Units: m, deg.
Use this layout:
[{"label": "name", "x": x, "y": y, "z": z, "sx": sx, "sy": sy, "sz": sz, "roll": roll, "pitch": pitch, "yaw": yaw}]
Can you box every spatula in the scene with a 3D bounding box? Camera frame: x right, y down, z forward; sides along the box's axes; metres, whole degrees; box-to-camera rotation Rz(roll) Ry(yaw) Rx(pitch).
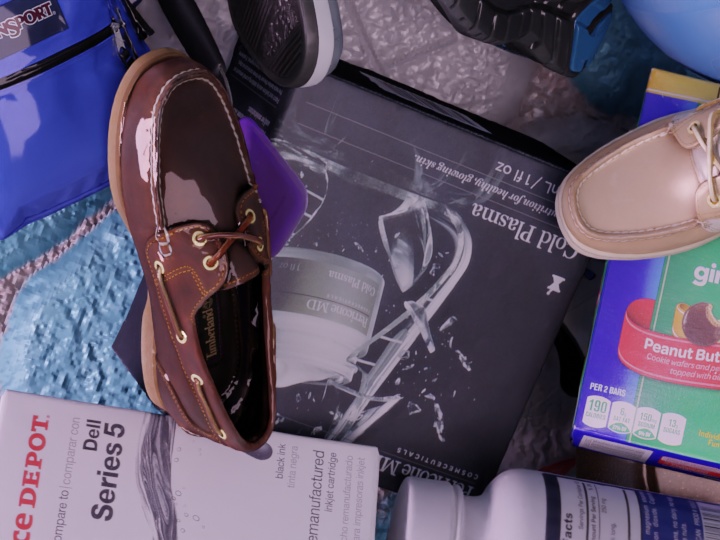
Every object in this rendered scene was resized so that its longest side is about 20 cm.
[{"label": "spatula", "x": -0.074, "y": -0.088, "z": 1.247, "sx": 0.020, "sy": 0.201, "sz": 0.057, "roll": 6, "pitch": 133, "yaw": -32}]

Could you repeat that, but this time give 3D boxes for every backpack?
[{"label": "backpack", "x": -0.183, "y": -0.127, "z": 1.205, "sx": 0.162, "sy": 0.168, "sz": 0.201, "roll": -29, "pitch": 110, "yaw": -22}]

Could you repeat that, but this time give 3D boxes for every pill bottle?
[{"label": "pill bottle", "x": 0.114, "y": 0.165, "z": 1.275, "sx": 0.199, "sy": 0.111, "sz": 0.112, "roll": 11, "pitch": 101, "yaw": -5}]

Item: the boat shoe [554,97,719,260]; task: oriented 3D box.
[{"label": "boat shoe", "x": 0.195, "y": -0.061, "z": 1.245, "sx": 0.199, "sy": 0.069, "sz": 0.074, "roll": -19, "pitch": 79, "yaw": -2}]

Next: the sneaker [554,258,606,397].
[{"label": "sneaker", "x": 0.150, "y": -0.008, "z": 1.391, "sx": 0.114, "sy": 0.081, "sz": 0.201, "roll": 3, "pitch": 105, "yaw": -21}]

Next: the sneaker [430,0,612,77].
[{"label": "sneaker", "x": 0.058, "y": -0.154, "z": 1.275, "sx": 0.200, "sy": 0.082, "sz": 0.074, "roll": 32, "pitch": 82, "yaw": -60}]

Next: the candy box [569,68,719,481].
[{"label": "candy box", "x": 0.213, "y": 0.011, "z": 1.306, "sx": 0.168, "sy": 0.077, "sz": 0.201, "roll": 12, "pitch": 79, "yaw": 4}]

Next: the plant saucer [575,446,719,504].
[{"label": "plant saucer", "x": 0.220, "y": 0.107, "z": 1.359, "sx": 0.199, "sy": 0.037, "sz": 0.202, "roll": 0, "pitch": 90, "yaw": -6}]

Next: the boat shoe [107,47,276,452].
[{"label": "boat shoe", "x": -0.071, "y": -0.007, "z": 1.175, "sx": 0.070, "sy": 0.070, "sz": 0.201, "roll": -25, "pitch": 124, "yaw": -28}]

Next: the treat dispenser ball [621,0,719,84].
[{"label": "treat dispenser ball", "x": 0.226, "y": -0.194, "z": 1.301, "sx": 0.200, "sy": 0.201, "sz": 0.202, "roll": -5, "pitch": 106, "yaw": -17}]

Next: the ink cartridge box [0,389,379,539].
[{"label": "ink cartridge box", "x": -0.097, "y": 0.155, "z": 1.233, "sx": 0.199, "sy": 0.146, "sz": 0.084, "roll": 9, "pitch": 143, "yaw": -7}]

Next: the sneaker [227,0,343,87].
[{"label": "sneaker", "x": -0.013, "y": -0.178, "z": 1.255, "sx": 0.120, "sy": 0.201, "sz": 0.084, "roll": -1, "pitch": 148, "yaw": -28}]

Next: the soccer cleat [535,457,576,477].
[{"label": "soccer cleat", "x": 0.194, "y": 0.125, "z": 1.443, "sx": 0.199, "sy": 0.076, "sz": 0.067, "roll": -13, "pitch": 108, "yaw": -14}]

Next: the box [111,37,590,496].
[{"label": "box", "x": 0.000, "y": 0.000, "z": 1.323, "sx": 0.199, "sy": 0.124, "sz": 0.198, "roll": 20, "pitch": 99, "yaw": -22}]
